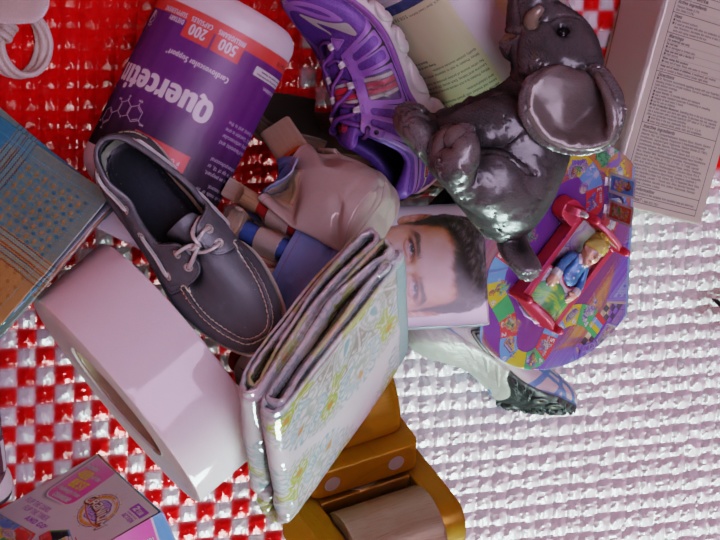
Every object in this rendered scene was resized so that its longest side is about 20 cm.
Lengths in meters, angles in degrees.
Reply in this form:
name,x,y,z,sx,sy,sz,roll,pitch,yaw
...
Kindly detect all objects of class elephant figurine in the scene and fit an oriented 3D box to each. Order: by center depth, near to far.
name,x,y,z,sx,sy,sz,roll,pitch,yaw
elephant figurine,0.135,-0.130,1.618,0.200,0.142,0.155,-40,139,2

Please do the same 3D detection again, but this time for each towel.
name,x,y,z,sx,sy,sz,roll,pitch,yaw
towel,-0.028,0.077,1.602,0.171,0.048,0.200,-52,159,-24
towel,-0.299,-0.018,1.615,0.146,0.022,0.200,39,84,14

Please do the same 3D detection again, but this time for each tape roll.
name,x,y,z,sx,sy,sz,roll,pitch,yaw
tape roll,-0.160,0.078,1.646,0.071,0.202,0.203,-41,115,-13

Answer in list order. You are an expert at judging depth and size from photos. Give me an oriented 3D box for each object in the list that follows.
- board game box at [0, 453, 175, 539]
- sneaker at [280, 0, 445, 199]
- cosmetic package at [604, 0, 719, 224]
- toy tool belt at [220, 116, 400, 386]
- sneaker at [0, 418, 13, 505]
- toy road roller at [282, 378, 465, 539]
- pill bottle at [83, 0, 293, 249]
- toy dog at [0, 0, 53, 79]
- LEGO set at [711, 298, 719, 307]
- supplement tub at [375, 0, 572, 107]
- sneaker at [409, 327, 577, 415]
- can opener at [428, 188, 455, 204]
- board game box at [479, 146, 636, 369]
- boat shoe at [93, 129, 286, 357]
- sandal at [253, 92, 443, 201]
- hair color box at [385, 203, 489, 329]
name,x,y,z,sx,sy,sz,roll,pitch,yaw
board game box,-0.255,0.226,1.659,0.199,0.153,0.040,-29,113,-17
sneaker,0.001,-0.141,1.677,0.083,0.080,0.200,-46,111,-28
cosmetic package,0.263,-0.150,1.868,0.103,0.073,0.201,13,95,-28
toy tool belt,-0.068,-0.012,1.653,0.201,0.123,0.125,-58,160,-8
sneaker,-0.361,0.129,1.640,0.199,0.076,0.116,-5,99,-35
toy road roller,-0.007,0.148,1.737,0.122,0.200,0.147,-16,130,-21
pill bottle,-0.139,-0.114,1.661,0.112,0.112,0.201,27,89,-28
toy dog,-0.259,-0.235,1.586,0.131,0.096,0.201,13,95,-27
LEGO set,0.405,0.043,1.980,0.200,0.116,0.154,42,53,-30
supplement tub,0.095,-0.191,1.732,0.145,0.145,0.200,-42,111,-12
sneaker,0.119,0.069,1.854,0.200,0.072,0.073,33,61,-34
can opener,0.063,-0.052,1.805,0.200,0.053,0.067,-45,117,-11
board game box,0.174,-0.007,1.788,0.157,0.039,0.201,-11,112,-31
boat shoe,-0.128,-0.020,1.560,0.073,0.062,0.200,-38,77,3
sandal,-0.001,-0.085,1.773,0.211,0.078,0.070,14,127,-20
hair color box,0.000,0.000,1.739,0.199,0.061,0.100,-3,87,-7
